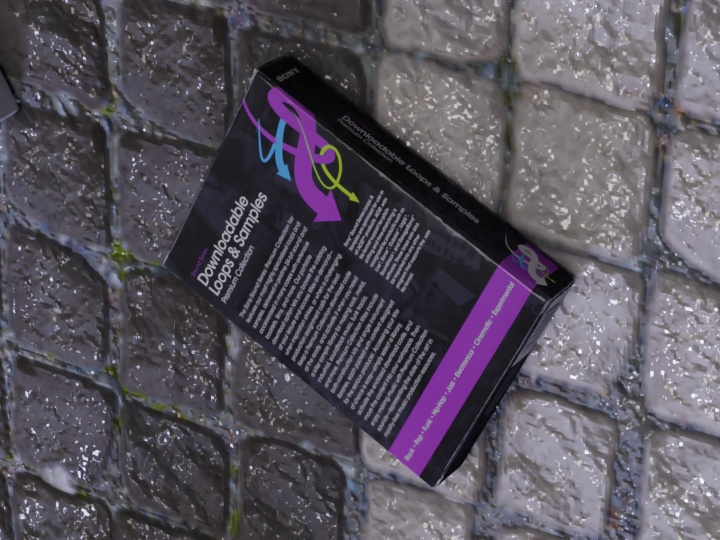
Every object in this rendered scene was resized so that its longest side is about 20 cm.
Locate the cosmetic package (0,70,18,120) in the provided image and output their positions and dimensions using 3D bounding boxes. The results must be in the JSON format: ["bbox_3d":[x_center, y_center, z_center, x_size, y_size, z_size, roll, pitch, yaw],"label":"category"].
[{"bbox_3d":[-0.290,-0.156,1.444,0.101,0.071,0.200,-20,99,38],"label":"cosmetic package"}]

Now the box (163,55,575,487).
[{"bbox_3d":[0.000,0.000,1.342,0.200,0.036,0.143,38,126,12],"label":"box"}]
